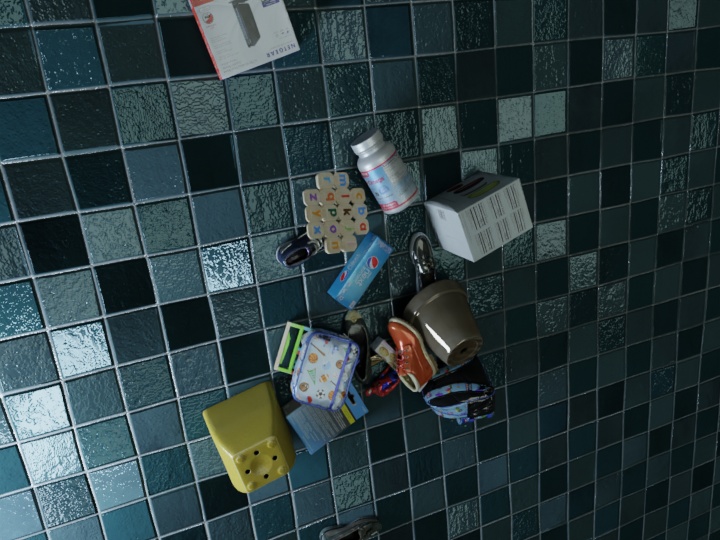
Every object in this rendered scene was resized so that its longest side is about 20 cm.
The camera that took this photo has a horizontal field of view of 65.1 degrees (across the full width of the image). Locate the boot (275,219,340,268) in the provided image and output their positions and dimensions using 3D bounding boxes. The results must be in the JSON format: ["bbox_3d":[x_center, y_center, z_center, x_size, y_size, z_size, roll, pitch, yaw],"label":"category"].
[{"bbox_3d":[-0.117,-0.066,1.428,0.198,0.090,0.074,-32,113,-11],"label":"boot"}]

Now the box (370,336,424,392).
[{"bbox_3d":[0.107,0.260,1.559,0.042,0.039,0.200,-47,113,-7],"label":"box"}]

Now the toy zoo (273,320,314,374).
[{"bbox_3d":[-0.118,0.226,1.504,0.197,0.020,0.133,18,88,-10],"label":"toy zoo"}]

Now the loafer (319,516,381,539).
[{"bbox_3d":[-0.023,0.802,1.703,0.196,0.063,0.073,-4,105,-20],"label":"loafer"}]

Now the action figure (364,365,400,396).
[{"bbox_3d":[0.098,0.304,1.624,0.198,0.066,0.052,-31,137,-13],"label":"action figure"}]

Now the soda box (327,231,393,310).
[{"bbox_3d":[0.000,0.000,1.503,0.064,0.068,0.201,36,89,-26],"label":"soda box"}]

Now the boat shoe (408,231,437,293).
[{"bbox_3d":[0.184,-0.007,1.579,0.068,0.057,0.204,-16,109,-16],"label":"boat shoe"}]

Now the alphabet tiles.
[{"bbox_3d":[-0.061,-0.147,1.431,0.193,0.014,0.204,-9,92,-38],"label":"alphabet tiles"}]

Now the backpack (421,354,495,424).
[{"bbox_3d":[0.278,0.356,1.649,0.196,0.184,0.136,-15,126,-2],"label":"backpack"}]

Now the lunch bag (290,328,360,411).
[{"bbox_3d":[-0.087,0.254,1.464,0.158,0.076,0.203,19,89,-12],"label":"lunch bag"}]

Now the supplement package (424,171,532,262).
[{"bbox_3d":[0.314,-0.151,1.519,0.198,0.191,0.149,-29,113,-12],"label":"supplement package"}]

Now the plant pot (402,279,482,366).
[{"bbox_3d":[0.238,0.155,1.537,0.197,0.174,0.202,-19,139,-17],"label":"plant pot"}]

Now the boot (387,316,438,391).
[{"bbox_3d":[0.123,0.224,1.504,0.107,0.075,0.202,-40,100,-36],"label":"boot"}]

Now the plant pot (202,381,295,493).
[{"bbox_3d":[-0.272,0.443,1.439,0.193,0.200,0.197,-22,111,-13],"label":"plant pot"}]

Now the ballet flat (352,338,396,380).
[{"bbox_3d":[0.040,0.241,1.593,0.198,0.071,0.066,-26,84,-16],"label":"ballet flat"}]

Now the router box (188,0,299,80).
[{"bbox_3d":[-0.259,-0.553,1.270,0.198,0.049,0.182,-26,111,-13],"label":"router box"}]

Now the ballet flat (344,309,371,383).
[{"bbox_3d":[-0.002,0.204,1.530,0.065,0.057,0.204,-10,79,-7],"label":"ballet flat"}]

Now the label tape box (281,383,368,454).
[{"bbox_3d":[-0.098,0.387,1.567,0.198,0.063,0.146,-34,112,-12],"label":"label tape box"}]

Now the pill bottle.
[{"bbox_3d":[0.060,-0.254,1.439,0.108,0.109,0.201,-37,113,-8],"label":"pill bottle"}]
